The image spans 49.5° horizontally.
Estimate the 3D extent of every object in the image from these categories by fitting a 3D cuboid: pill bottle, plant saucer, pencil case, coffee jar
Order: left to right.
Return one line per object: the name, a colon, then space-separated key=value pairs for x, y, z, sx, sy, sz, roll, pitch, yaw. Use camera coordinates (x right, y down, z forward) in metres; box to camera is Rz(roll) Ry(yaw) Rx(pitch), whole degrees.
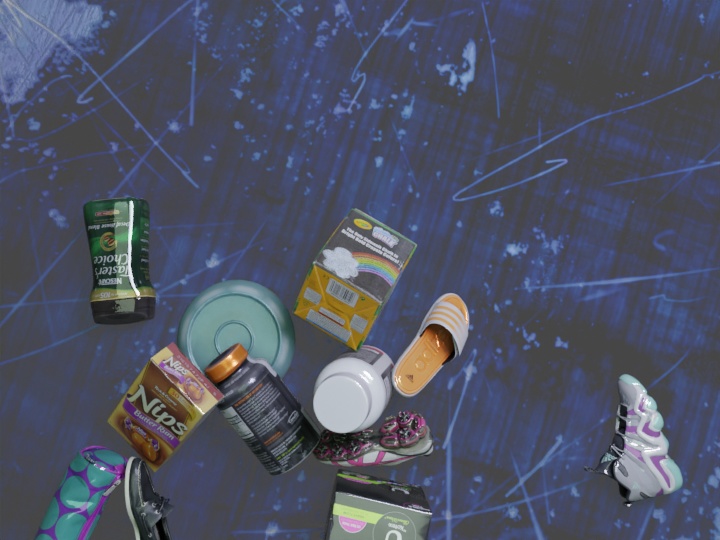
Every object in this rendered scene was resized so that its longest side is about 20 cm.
pencil case: x=-0.448 y=0.384 z=1.239 sx=0.092 sy=0.085 sz=0.202 roll=24 pitch=86 yaw=30
coffee jar: x=-0.390 y=-0.014 z=1.270 sx=0.103 sy=0.085 sz=0.203 roll=-6 pitch=86 yaw=-1
plant saucer: x=-0.207 y=0.115 z=1.291 sx=0.198 sy=0.027 sz=0.203 roll=0 pitch=85 yaw=-1
pill bottle: x=-0.158 y=0.212 z=1.223 sx=0.106 sy=0.106 sz=0.201 roll=-36 pitch=100 yaw=-3
pill bottle: x=-0.009 y=0.182 z=1.191 sx=0.109 sy=0.200 sz=0.112 roll=1 pitch=93 yaw=11

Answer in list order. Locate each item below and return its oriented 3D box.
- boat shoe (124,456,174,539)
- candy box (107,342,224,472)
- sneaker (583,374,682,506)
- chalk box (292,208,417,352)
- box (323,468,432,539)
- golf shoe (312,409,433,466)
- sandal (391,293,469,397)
boat shoe: x=-0.326 y=0.392 z=1.240 sx=0.065 sy=0.075 sz=0.202 roll=-7 pitch=90 yaw=4
candy box: x=-0.306 y=0.215 z=1.210 sx=0.117 sy=0.056 sz=0.200 roll=45 pitch=127 yaw=4
sneaker: x=0.417 y=0.280 z=1.253 sx=0.139 sy=0.078 sz=0.202 roll=-21 pitch=86 yaw=-2
chalk box: x=0.000 y=0.000 z=1.233 sx=0.124 sy=0.124 sz=0.200 roll=30 pitch=43 yaw=4
box: x=0.021 y=0.390 z=1.182 sx=0.147 sy=0.200 sz=0.126 roll=11 pitch=86 yaw=1
golf shoe: x=0.020 y=0.287 z=1.252 sx=0.198 sy=0.093 sz=0.073 roll=-12 pitch=41 yaw=18
sandal: x=0.126 y=0.117 z=1.236 sx=0.079 sy=0.059 sz=0.207 roll=44 pitch=56 yaw=-9
